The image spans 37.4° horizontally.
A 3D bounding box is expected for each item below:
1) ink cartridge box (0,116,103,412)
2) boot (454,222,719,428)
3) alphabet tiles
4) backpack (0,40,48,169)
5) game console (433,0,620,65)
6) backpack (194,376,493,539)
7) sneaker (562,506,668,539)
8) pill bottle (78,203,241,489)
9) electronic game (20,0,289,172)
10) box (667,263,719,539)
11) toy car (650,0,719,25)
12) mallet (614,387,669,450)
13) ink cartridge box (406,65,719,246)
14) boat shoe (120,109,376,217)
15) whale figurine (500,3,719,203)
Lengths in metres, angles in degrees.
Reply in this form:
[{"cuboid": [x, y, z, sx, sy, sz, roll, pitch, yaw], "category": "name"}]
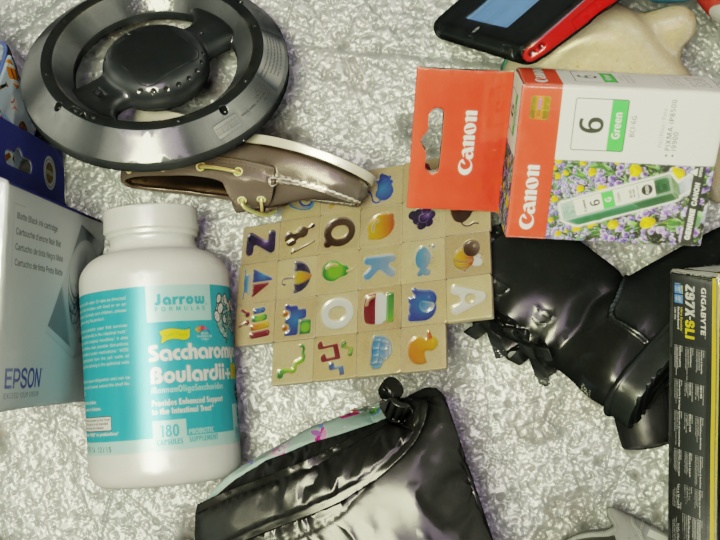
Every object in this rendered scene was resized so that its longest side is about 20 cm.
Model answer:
[{"cuboid": [-0.229, -0.004, 0.748, 0.041, 0.200, 0.200, 1, 86, 3], "category": "ink cartridge box"}, {"cuboid": [0.177, 0.005, 0.776, 0.162, 0.073, 0.198, 36, 69, 26], "category": "boot"}, {"cuboid": [0.000, 0.000, 0.785, 0.200, 0.006, 0.167, -8, 64, 19], "category": "alphabet tiles"}, {"cuboid": [-0.336, -0.090, 0.763, 0.200, 0.154, 0.191, -10, 50, 4], "category": "backpack"}, {"cuboid": [0.146, -0.216, 0.749, 0.177, 0.200, 0.031, -36, 111, 0], "category": "game console"}, {"cuboid": [-0.013, 0.184, 0.751, 0.200, 0.127, 0.167, -19, 74, 2], "category": "backpack"}, {"cuboid": [0.155, 0.261, 0.765, 0.115, 0.075, 0.200, 30, 83, 16], "category": "sneaker"}, {"cuboid": [-0.148, 0.054, 0.780, 0.111, 0.111, 0.200, -5, 85, 4], "category": "pill bottle"}, {"cuboid": [-0.153, -0.151, 0.799, 0.200, 0.042, 0.200, 0, 53, 1], "category": "electronic game"}, {"cuboid": [0.285, 0.092, 0.721, 0.160, 0.049, 0.200, -5, 98, -27], "category": "box"}, {"cuboid": [0.327, -0.179, 0.754, 0.177, 0.184, 0.200, -35, 115, -21], "category": "toy car"}, {"cuboid": [0.284, 0.098, 0.783, 0.200, 0.041, 0.066, -1, 83, 0], "category": "mallet"}, {"cuboid": [0.135, -0.078, 0.718, 0.200, 0.050, 0.109, 3, 114, -1], "category": "ink cartridge box"}, {"cuboid": [-0.088, -0.072, 0.803, 0.200, 0.072, 0.060, 14, 80, 14], "category": "boat shoe"}, {"cuboid": [0.198, -0.122, 0.783, 0.200, 0.104, 0.159, 19, 113, -7], "category": "whale figurine"}]
